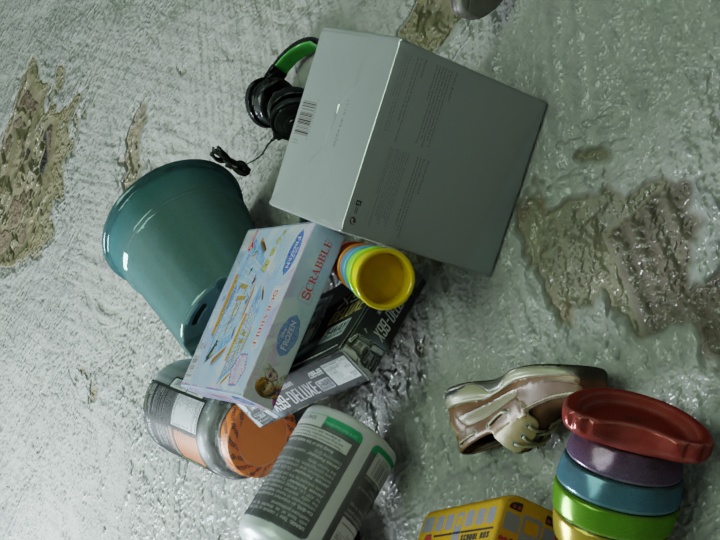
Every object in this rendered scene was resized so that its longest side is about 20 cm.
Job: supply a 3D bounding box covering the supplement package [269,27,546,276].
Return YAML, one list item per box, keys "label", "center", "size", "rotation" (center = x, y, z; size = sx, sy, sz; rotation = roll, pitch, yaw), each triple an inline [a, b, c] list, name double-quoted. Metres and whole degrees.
- label: "supplement package"
  center: [0.047, -0.121, 1.311]
  size: [0.147, 0.199, 0.193]
  rotation: [23, 96, 53]

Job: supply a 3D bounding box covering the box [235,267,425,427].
- label: "box"
  center: [-0.034, 0.078, 1.410]
  size: [0.199, 0.050, 0.158]
  rotation: [-28, 22, 45]

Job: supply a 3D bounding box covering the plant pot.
- label: "plant pot"
  center: [-0.195, 0.000, 1.612]
  size: [0.201, 0.199, 0.196]
  rotation: [-57, 49, 23]

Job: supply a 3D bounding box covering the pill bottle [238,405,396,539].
- label: "pill bottle"
  center: [-0.055, 0.251, 1.333]
  size: [0.113, 0.113, 0.201]
  rotation: [0, 52, 52]

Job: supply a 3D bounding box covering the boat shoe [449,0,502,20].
- label: "boat shoe"
  center: [0.131, -0.361, 1.402]
  size: [0.073, 0.074, 0.202]
  rotation: [-13, 59, 61]

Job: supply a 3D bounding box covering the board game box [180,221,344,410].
- label: "board game box"
  center: [-0.110, 0.048, 1.408]
  size: [0.199, 0.041, 0.201]
  rotation: [-1, 64, 64]

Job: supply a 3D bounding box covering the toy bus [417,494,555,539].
- label: "toy bus"
  center: [0.102, 0.261, 1.189]
  size: [0.200, 0.065, 0.079]
  rotation: [-33, 35, 62]

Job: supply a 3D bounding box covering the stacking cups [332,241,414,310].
- label: "stacking cups"
  center: [0.000, 0.000, 1.324]
  size: [0.200, 0.060, 0.061]
  rotation: [-161, 86, -75]

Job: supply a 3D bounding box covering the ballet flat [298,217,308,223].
- label: "ballet flat"
  center: [-0.050, -0.046, 1.518]
  size: [0.068, 0.068, 0.202]
  rotation: [4, 72, 13]

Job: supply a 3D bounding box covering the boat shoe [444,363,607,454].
- label: "boat shoe"
  center: [0.155, 0.133, 1.198]
  size: [0.200, 0.075, 0.075]
  rotation: [-25, 64, 56]

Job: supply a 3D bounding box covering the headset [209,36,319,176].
- label: "headset"
  center: [-0.110, -0.212, 1.637]
  size: [0.201, 0.094, 0.123]
  rotation: [-59, 38, 3]

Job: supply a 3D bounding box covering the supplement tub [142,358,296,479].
- label: "supplement tub"
  center: [-0.169, 0.181, 1.557]
  size: [0.199, 0.122, 0.124]
  rotation: [11, 87, 53]

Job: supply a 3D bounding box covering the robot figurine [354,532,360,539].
- label: "robot figurine"
  center: [-0.041, 0.355, 1.382]
  size: [0.145, 0.058, 0.201]
  rotation: [-50, 44, 27]

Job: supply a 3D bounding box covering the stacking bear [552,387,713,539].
- label: "stacking bear"
  center: [0.207, 0.210, 1.068]
  size: [0.114, 0.120, 0.202]
  rotation: [-43, -35, -75]
